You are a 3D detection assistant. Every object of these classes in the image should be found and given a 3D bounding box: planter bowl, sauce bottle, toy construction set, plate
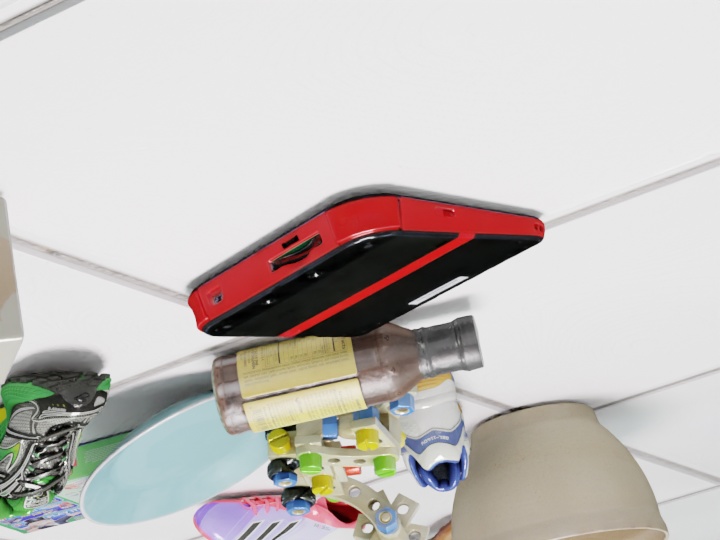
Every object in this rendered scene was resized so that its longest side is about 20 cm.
[{"bbox_3d":[0.171,0.202,1.782,0.200,0.135,0.200,-11,161,-4],"label":"planter bowl"},{"bbox_3d":[-0.008,0.075,1.436,0.200,0.065,0.065,-11,160,4],"label":"sauce bottle"},{"bbox_3d":[-0.007,0.157,1.558,0.131,0.092,0.200,-7,137,5],"label":"toy construction set"},{"bbox_3d":[-0.138,0.142,1.554,0.200,0.026,0.200,-24,155,-12],"label":"plate"}]

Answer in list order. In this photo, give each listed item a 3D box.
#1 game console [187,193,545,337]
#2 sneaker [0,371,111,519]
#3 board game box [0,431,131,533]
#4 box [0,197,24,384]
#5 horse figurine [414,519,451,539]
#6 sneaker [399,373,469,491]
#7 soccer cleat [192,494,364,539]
[{"bbox_3d":[0.000,0.000,1.299,0.177,0.031,0.200,1,158,-44],"label":"game console"},{"bbox_3d":[-0.233,0.130,1.435,0.078,0.085,0.200,-1,157,-25],"label":"sneaker"},{"bbox_3d":[-0.233,0.182,1.663,0.200,0.029,0.135,-16,159,13],"label":"board game box"},{"bbox_3d":[-0.297,0.017,1.081,0.200,0.095,0.078,-5,159,-22],"label":"box"},{"bbox_3d":[0.082,0.330,2.203,0.200,0.050,0.132,-18,148,35],"label":"horse figurine"},{"bbox_3d":[0.057,0.153,1.655,0.075,0.088,0.200,-14,162,3],"label":"sneaker"},{"bbox_3d":[-0.076,0.241,1.884,0.200,0.067,0.077,15,117,-41],"label":"soccer cleat"}]
